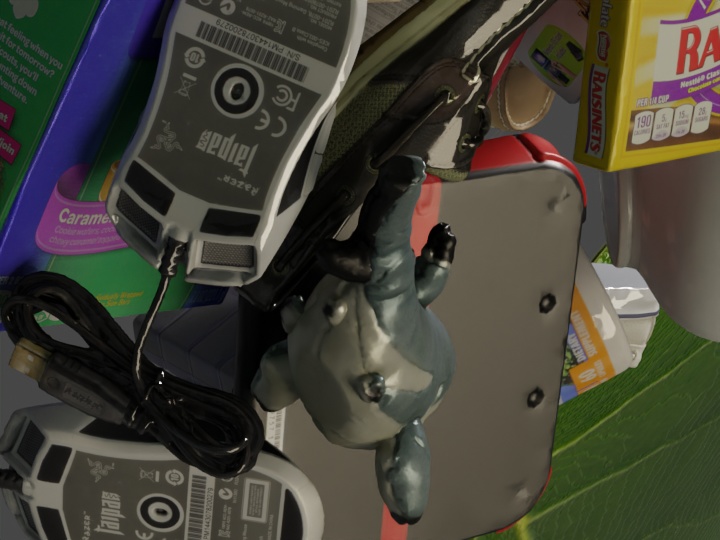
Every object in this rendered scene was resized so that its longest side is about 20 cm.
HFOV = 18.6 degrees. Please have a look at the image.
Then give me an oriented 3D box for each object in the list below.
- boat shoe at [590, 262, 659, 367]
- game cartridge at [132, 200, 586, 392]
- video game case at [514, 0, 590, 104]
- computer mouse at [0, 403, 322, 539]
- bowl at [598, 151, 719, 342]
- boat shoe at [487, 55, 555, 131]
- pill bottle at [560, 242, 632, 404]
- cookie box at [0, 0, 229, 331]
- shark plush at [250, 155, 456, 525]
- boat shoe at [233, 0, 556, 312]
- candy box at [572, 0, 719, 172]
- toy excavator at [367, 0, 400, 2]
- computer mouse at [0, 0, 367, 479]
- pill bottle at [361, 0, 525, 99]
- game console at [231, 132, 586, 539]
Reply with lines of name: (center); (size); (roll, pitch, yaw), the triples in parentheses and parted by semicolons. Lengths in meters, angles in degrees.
boat shoe: (0.085, 0.034, 1.267); (0.199, 0.071, 0.070); (0, 108, -33)
game cartridge: (0.000, 0.000, 1.073); (0.200, 0.129, 0.038); (-40, 134, -29)
video game case: (0.161, -0.183, 1.005); (0.200, 0.045, 0.181); (-50, 179, -12)
computer mouse: (-0.112, 0.085, 0.921); (0.044, 0.199, 0.110); (-77, 176, -59)
bowl: (0.166, -0.052, 1.080); (0.201, 0.090, 0.202); (-3, 90, -89)
boat shoe: (0.097, -0.142, 1.142); (0.074, 0.066, 0.200); (-38, 150, -30)
pill bottle: (0.031, 0.045, 1.147); (0.199, 0.112, 0.112); (-28, 154, 2)
cookie box: (-0.088, -0.082, 0.875); (0.171, 0.075, 0.201); (-6, 126, -58)
shark plush: (0.005, 0.010, 0.869); (0.083, 0.091, 0.200); (-43, 147, -22)
boat shoe: (0.019, -0.061, 0.861); (0.201, 0.066, 0.072); (-38, -179, 7)
candy box: (0.171, -0.105, 0.922); (0.199, 0.026, 0.103); (-13, 113, -38)
toy excavator: (0.057, -0.188, 0.881); (0.194, 0.100, 0.201); (15, 81, -52)
computer mouse: (-0.052, -0.033, 0.814); (0.201, 0.109, 0.044); (-66, 172, 5)
pill bottle: (0.001, -0.086, 0.989); (0.109, 0.109, 0.201); (2, 120, -61)
game console: (0.019, 0.042, 0.983); (0.176, 0.031, 0.201); (-10, 118, -29)
